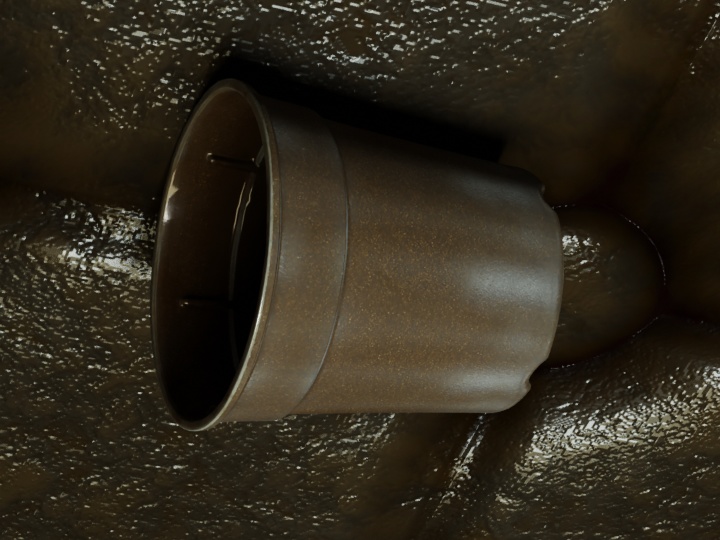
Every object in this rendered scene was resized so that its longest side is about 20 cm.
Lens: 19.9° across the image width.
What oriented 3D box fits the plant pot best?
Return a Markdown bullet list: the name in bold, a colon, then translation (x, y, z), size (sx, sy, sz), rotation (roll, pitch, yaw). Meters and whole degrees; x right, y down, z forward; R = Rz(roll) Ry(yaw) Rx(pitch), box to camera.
- **plant pot**: translation (0.000, 0.000, 1.208), size (0.197, 0.201, 0.201), rotation (6, 135, -24)
